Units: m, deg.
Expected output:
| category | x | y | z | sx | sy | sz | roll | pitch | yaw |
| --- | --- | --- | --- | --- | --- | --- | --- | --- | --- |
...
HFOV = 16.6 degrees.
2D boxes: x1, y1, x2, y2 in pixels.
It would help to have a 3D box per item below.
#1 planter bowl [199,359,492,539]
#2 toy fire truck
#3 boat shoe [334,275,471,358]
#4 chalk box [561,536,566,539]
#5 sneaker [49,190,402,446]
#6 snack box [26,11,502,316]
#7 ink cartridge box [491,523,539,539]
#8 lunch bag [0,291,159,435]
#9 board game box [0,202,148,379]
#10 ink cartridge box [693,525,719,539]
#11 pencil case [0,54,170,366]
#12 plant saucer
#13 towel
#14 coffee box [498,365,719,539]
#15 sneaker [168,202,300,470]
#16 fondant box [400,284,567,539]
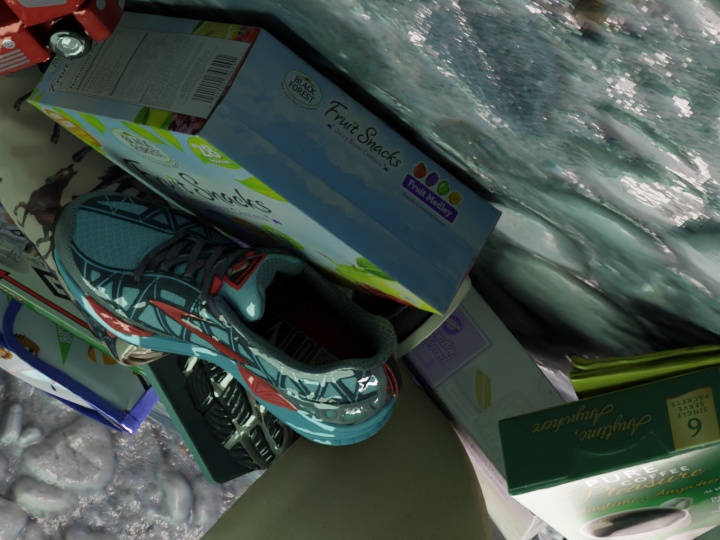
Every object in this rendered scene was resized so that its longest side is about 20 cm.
| category | x | y | z | sx | sy | sz | roll | pitch | yaw |
| --- | --- | --- | --- | --- | --- | --- | --- | --- | --- |
| planter bowl | -0.003 | 0.164 | 1.364 | 0.135 | 0.200 | 0.200 | 44 | 171 | 5 |
| toy fire truck | -0.227 | -0.140 | 1.165 | 0.200 | 0.049 | 0.141 | -16 | 138 | 24 |
| boat shoe | 0.000 | 0.000 | 1.334 | 0.068 | 0.072 | 0.200 | 45 | 175 | -20 |
| chalk box | 0.212 | 0.190 | 1.497 | 0.124 | 0.125 | 0.200 | 26 | 170 | 27 |
| sneaker | -0.063 | 0.007 | 1.248 | 0.200 | 0.079 | 0.096 | 28 | 152 | 2 |
| snack box | -0.052 | -0.058 | 1.239 | 0.169 | 0.068 | 0.200 | 36 | 168 | -31 |
| ink cartridge box | 0.035 | 0.114 | 1.586 | 0.176 | 0.045 | 0.200 | 38 | -158 | -30 |
| lunch bag | -0.172 | -0.005 | 1.563 | 0.200 | 0.170 | 0.124 | 27 | 168 | 33 |
| board game box | -0.134 | -0.016 | 1.487 | 0.200 | 0.135 | 0.029 | 30 | 168 | 5 |
| ink cartridge box | 0.248 | 0.191 | 1.285 | 0.176 | 0.045 | 0.200 | 34 | 137 | -19 |
| pencil case | -0.144 | -0.038 | 1.355 | 0.200 | 0.089 | 0.078 | 54 | 169 | 14 |
| plant saucer | -0.108 | 0.034 | 1.429 | 0.200 | 0.070 | 0.019 | 58 | 139 | 17 |
| towel | 0.167 | 0.078 | 1.296 | 0.086 | 0.018 | 0.200 | -10 | 157 | 11 |
| coffee box | 0.161 | 0.110 | 1.291 | 0.123 | 0.044 | 0.200 | -16 | 155 | 19 |
| sneaker | -0.059 | 0.020 | 1.410 | 0.080 | 0.200 | 0.078 | 10 | 143 | -37 |
| fondant box | 0.073 | 0.084 | 1.451 | 0.144 | 0.058 | 0.200 | 52 | 172 | 10 |
